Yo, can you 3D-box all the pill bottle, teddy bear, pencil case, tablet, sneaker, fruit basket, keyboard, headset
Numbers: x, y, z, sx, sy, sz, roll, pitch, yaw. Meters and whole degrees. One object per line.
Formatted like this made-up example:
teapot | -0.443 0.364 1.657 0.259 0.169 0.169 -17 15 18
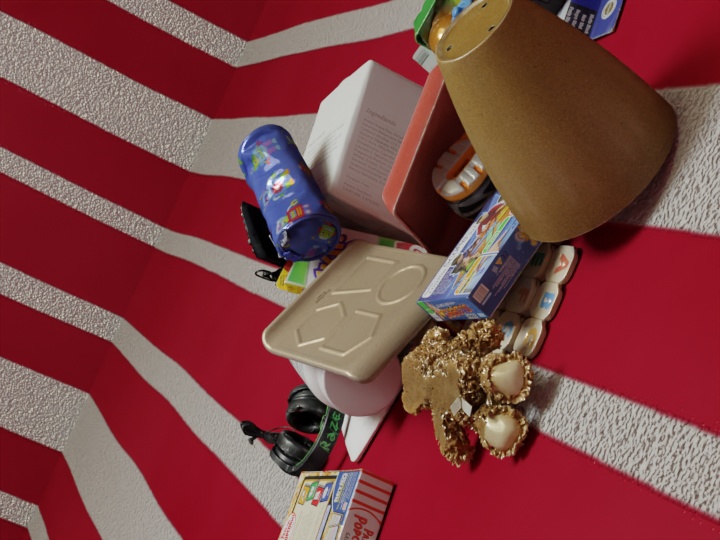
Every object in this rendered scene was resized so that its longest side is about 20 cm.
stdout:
pill bottle | -0.021 0.101 1.729 0.114 0.112 0.200 -63 18 4
teddy bear | 0.114 0.119 1.432 0.199 0.066 0.147 -22 74 61
pencil case | -0.091 -0.091 1.758 0.087 0.078 0.201 -40 45 12
tablet | 0.030 0.125 1.761 0.201 0.014 0.130 -60 18 15
sneaker | 0.159 -0.142 1.625 0.200 0.077 0.078 -46 49 -12
fruit basket | 0.154 -0.335 1.937 0.187 0.093 0.200 -61 33 13
keyboard | -0.120 -0.024 1.824 0.039 0.105 0.200 -23 -9 9
headset | -0.086 0.203 1.854 0.200 0.093 0.125 -27 41 63

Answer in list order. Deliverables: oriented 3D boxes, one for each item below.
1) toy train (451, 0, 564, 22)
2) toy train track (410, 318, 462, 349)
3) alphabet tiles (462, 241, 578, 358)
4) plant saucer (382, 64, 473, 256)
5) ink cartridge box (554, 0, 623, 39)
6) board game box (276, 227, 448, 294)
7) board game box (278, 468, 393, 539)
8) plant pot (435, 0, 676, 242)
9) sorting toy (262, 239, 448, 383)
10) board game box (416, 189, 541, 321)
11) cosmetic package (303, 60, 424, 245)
toy train | 0.175 -0.314 1.686 0.201 0.086 0.115 -56 26 31
toy train track | 0.113 0.040 1.585 0.116 0.032 0.200 -62 14 -20
alphabet tiles | 0.161 0.025 1.513 0.202 0.014 0.195 -66 18 -4
plant saucer | 0.094 -0.122 1.650 0.036 0.200 0.202 15 77 28
ink cartridge box | 0.256 -0.345 1.689 0.200 0.040 0.202 -20 48 66
board game box | 0.000 0.000 1.740 0.030 0.198 0.096 70 -142 -53
board game box | -0.042 0.310 1.665 0.200 0.046 0.153 -19 49 67
plant pot | 0.167 -0.161 1.363 0.186 0.200 0.187 -35 29 22
sorting toy | 0.005 0.046 1.620 0.185 0.037 0.199 -45 33 -21
board game box | 0.150 -0.037 1.509 0.201 0.034 0.135 -54 14 -15
cosmetic package | 0.021 -0.130 1.876 0.165 0.164 0.202 -28 41 61
